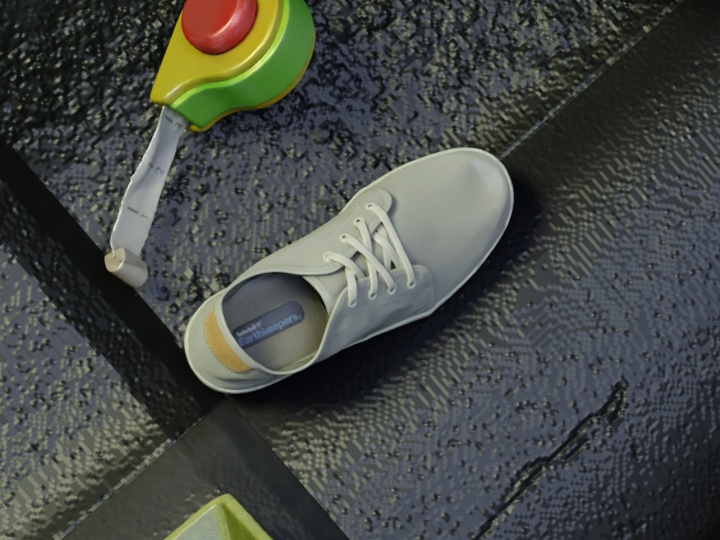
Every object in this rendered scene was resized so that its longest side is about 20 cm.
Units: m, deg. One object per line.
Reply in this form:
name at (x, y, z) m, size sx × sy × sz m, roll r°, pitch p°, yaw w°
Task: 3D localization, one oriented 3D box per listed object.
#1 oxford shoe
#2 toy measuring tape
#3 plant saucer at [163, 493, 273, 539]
oxford shoe at (0.000, 0.000, 1.382) m, size 0.199 × 0.058 × 0.075 m, roll -31°, pitch 87°, yaw -17°
toy measuring tape at (-0.070, -0.085, 1.367) m, size 0.073 × 0.074 × 0.201 m, roll 21°, pitch 75°, yaw -9°
plant saucer at (-0.097, 0.215, 1.256) m, size 0.200 × 0.200 × 0.048 m, roll -40°, pitch 114°, yaw -7°
